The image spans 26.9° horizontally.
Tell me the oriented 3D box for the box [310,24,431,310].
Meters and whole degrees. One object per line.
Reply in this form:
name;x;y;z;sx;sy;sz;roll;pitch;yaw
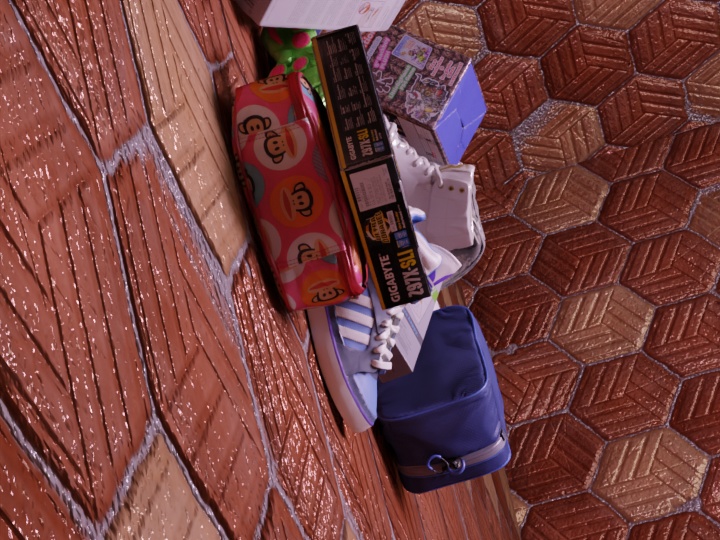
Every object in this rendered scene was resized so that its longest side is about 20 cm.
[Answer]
box;0.009;-0.090;1.292;0.200;0.049;0.160;-102;175;-48

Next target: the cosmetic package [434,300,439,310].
cosmetic package;0.062;0.085;1.861;0.200;0.081;0.113;-89;161;-66

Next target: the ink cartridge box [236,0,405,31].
ink cartridge box;-0.012;-0.320;1.522;0.200;0.160;0.047;-8;49;-48

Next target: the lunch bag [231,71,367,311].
lunch bag;-0.051;-0.065;1.301;0.176;0.082;0.200;-8;83;-88

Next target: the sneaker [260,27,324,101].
sneaker;-0.058;-0.188;1.538;0.200;0.077;0.084;-94;166;-52

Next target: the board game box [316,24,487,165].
board game box;0.035;-0.219;1.801;0.097;0.200;0.159;-61;163;-9

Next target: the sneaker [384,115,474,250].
sneaker;0.054;-0.107;1.502;0.074;0.115;0.200;-77;151;-68

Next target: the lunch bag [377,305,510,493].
lunch bag;0.090;0.153;1.671;0.200;0.136;0.132;-96;168;-56

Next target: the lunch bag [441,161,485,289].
lunch bag;0.067;-0.055;1.847;0.200;0.167;0.140;-92;165;-67

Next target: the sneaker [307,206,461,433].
sneaker;0.029;0.037;1.396;0.081;0.146;0.200;41;33;-78

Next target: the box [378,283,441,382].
box;0.022;-0.001;1.579;0.156;0.041;0.200;59;25;-20
